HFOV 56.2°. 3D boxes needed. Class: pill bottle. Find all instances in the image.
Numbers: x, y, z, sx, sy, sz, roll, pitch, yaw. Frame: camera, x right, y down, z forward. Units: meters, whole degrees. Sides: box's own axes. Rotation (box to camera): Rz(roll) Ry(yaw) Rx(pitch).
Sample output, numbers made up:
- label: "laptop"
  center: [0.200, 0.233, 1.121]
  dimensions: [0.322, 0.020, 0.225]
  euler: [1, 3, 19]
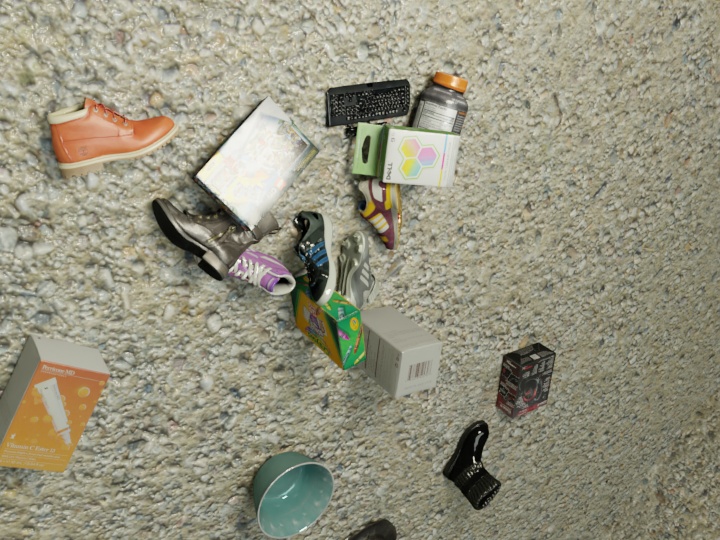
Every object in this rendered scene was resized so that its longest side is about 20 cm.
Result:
- label: "pill bottle"
  center: [0.161, -0.306, 1.406]
  dimensions: [0.105, 0.106, 0.202]
  euler: [6, 108, -38]

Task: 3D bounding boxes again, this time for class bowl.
- label: "bowl"
  center: [-0.169, 0.500, 1.559]
  dimensions: [0.199, 0.105, 0.203]
  euler: [-16, 121, -29]

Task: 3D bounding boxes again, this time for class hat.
- label: "hat"
  center: [0.036, 0.792, 1.867]
  dimensions: [0.199, 0.081, 0.203]
  euler: [-16, 119, -30]

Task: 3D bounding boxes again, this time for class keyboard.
- label: "keyboard"
  center: [0.025, -0.319, 1.345]
  dimensions: [0.198, 0.040, 0.105]
  euler: [-16, 120, -29]

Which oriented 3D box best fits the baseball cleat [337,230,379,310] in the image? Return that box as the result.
- label: "baseball cleat"
  center: [0.000, 0.000, 1.474]
  dimensions: [0.106, 0.070, 0.202]
  euler: [-10, 127, -40]

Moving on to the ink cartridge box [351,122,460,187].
- label: "ink cartridge box"
  center: [0.089, -0.227, 1.331]
  dimensions: [0.197, 0.059, 0.105]
  euler: [4, 109, -11]

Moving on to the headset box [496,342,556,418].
- label: "headset box"
  center: [0.481, 0.329, 1.971]
  dimensions: [0.147, 0.075, 0.202]
  euler: [-14, 119, -30]

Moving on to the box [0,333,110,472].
- label: "box"
  center: [-0.539, 0.230, 1.162]
  dimensions: [0.124, 0.097, 0.202]
  euler: [22, 98, -40]

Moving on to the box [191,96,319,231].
- label: "box"
  center: [-0.184, -0.190, 1.205]
  dimensions: [0.137, 0.038, 0.201]
  euler: [45, 72, -21]

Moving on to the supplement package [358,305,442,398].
- label: "supplement package"
  center: [0.072, 0.177, 1.514]
  dimensions: [0.116, 0.200, 0.119]
  euler: [-9, 117, -32]

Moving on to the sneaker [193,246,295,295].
- label: "sneaker"
  center: [-0.210, -0.006, 1.278]
  dimensions: [0.199, 0.114, 0.073]
  euler: [14, 105, -38]

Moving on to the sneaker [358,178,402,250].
- label: "sneaker"
  center: [0.042, -0.121, 1.441]
  dimensions: [0.089, 0.076, 0.201]
  euler: [4, 140, 8]

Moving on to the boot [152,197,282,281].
- label: "boot"
  center: [-0.258, -0.098, 1.228]
  dimensions: [0.200, 0.069, 0.175]
  euler: [47, 62, -16]

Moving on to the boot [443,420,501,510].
- label: "boot"
  center: [0.343, 0.554, 1.924]
  dimensions: [0.079, 0.158, 0.213]
  euler: [22, 98, -40]

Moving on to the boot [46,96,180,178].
- label: "boot"
  center: [-0.389, -0.227, 1.068]
  dimensions: [0.198, 0.075, 0.108]
  euler: [-23, 119, -24]

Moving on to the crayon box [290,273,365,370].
- label: "crayon box"
  center: [-0.069, 0.099, 1.373]
  dimensions: [0.058, 0.200, 0.120]
  euler: [-22, 123, -25]

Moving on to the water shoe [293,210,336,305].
- label: "water shoe"
  center: [-0.098, -0.025, 1.328]
  dimensions: [0.078, 0.202, 0.071]
  euler: [13, 146, -29]
